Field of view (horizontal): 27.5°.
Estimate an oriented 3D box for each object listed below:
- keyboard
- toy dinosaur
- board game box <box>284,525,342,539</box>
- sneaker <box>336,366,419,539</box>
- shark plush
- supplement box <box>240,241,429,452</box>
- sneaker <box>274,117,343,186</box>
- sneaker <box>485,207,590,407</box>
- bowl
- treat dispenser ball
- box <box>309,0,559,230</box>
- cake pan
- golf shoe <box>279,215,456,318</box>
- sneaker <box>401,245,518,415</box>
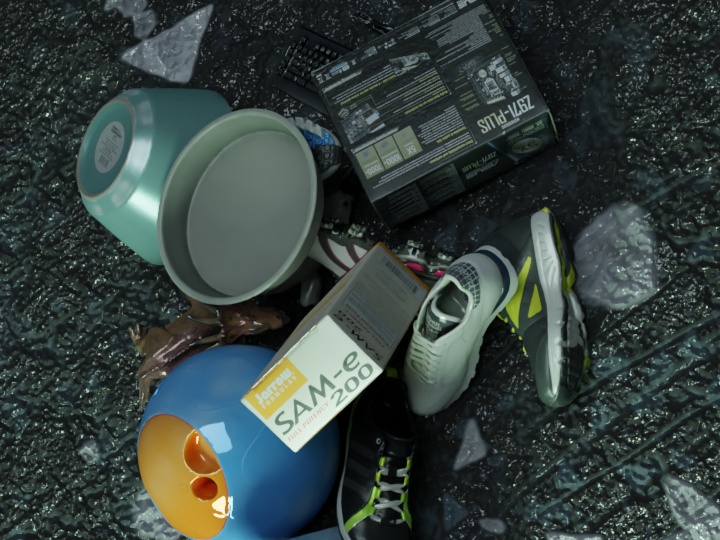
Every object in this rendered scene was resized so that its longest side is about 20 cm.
[{"bbox_3d":[0.003,-0.221,1.601,0.199,0.021,0.128,29,89,27],"label":"keyboard"},{"bbox_3d":[-0.178,0.074,1.530,0.200,0.086,0.136,-42,22,7],"label":"toy dinosaur"},{"bbox_3d":[-0.006,0.328,1.353,0.200,0.195,0.056,40,112,28],"label":"board game box"},{"bbox_3d":[0.019,0.188,1.420,0.071,0.083,0.201,7,59,-17],"label":"sneaker"},{"bbox_3d":[-0.060,-0.055,1.562,0.201,0.091,0.083,-60,31,6],"label":"shark plush"},{"bbox_3d":[-0.019,0.068,1.375,0.074,0.200,0.126,44,116,-3],"label":"supplement box"},{"bbox_3d":[-0.072,-0.106,1.544,0.199,0.086,0.075,-6,68,51],"label":"sneaker"},{"bbox_3d":[0.169,0.041,1.432,0.084,0.074,0.201,-16,61,26],"label":"sneaker"},{"bbox_3d":[-0.234,-0.115,1.593,0.200,0.105,0.202,-22,59,44],"label":"bowl"},{"bbox_3d":[-0.119,0.174,1.447,0.200,0.201,0.202,-7,73,23],"label":"treat dispenser ball"},{"bbox_3d":[0.075,-0.165,1.495,0.199,0.086,0.164,-28,67,4],"label":"box"},{"bbox_3d":[-0.116,-0.060,1.466,0.199,0.037,0.201,-11,70,32],"label":"cake pan"},{"bbox_3d":[0.000,0.000,1.485,0.199,0.077,0.089,18,101,5],"label":"golf shoe"},{"bbox_3d":[0.076,0.065,1.420,0.076,0.080,0.201,36,125,22],"label":"sneaker"}]
